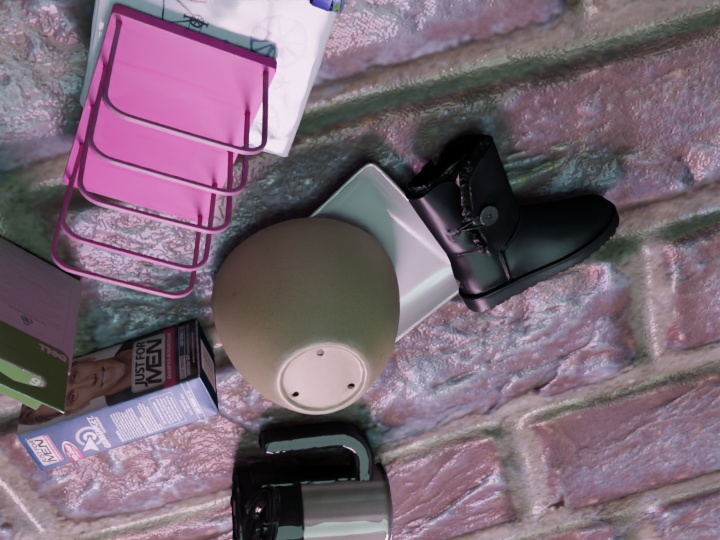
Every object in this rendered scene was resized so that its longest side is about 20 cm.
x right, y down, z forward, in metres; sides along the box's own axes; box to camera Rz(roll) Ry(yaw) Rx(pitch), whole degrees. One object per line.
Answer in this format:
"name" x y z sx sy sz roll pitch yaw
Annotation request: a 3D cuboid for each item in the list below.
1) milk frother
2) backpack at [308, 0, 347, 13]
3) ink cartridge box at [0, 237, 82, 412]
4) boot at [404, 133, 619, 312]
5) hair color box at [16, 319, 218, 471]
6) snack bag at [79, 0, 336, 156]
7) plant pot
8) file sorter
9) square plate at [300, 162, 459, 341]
"milk frother" -0.053 0.296 1.115 0.188 0.200 0.181 -2 121 -12
"backpack" -0.071 -0.306 0.700 0.200 0.183 0.135 18 137 -8
"ink cartridge box" -0.327 0.062 0.885 0.104 0.200 0.059 34 112 -30
"boot" 0.159 -0.070 0.974 0.200 0.076 0.168 -30 119 -4
"hair color box" -0.258 0.132 1.013 0.200 0.100 0.061 -19 126 1
"snack bag" -0.133 -0.185 0.802 0.200 0.021 0.189 10 137 -14
"plant pot" -0.047 0.066 0.957 0.200 0.134 0.200 -6 125 -9
"file sorter" -0.172 -0.088 0.799 0.139 0.125 0.200 16 135 -19
"square plate" 0.000 0.000 1.021 0.198 0.028 0.200 -39 124 16
